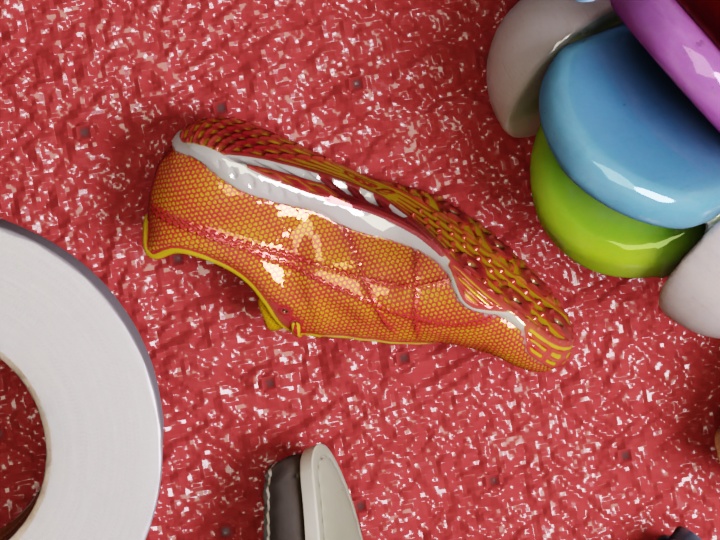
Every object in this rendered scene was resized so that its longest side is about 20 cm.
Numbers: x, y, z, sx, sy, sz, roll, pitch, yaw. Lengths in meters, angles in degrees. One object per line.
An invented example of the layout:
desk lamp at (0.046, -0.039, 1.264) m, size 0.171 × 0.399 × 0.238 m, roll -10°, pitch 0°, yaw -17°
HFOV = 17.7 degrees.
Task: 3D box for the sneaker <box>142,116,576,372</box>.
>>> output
sneaker at (0.000, 0.000, 1.018) m, size 0.199 × 0.073 × 0.078 m, roll 24°, pitch 113°, yaw -2°

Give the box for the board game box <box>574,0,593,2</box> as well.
board game box at (0.145, -0.179, 0.949) m, size 0.199 × 0.200 × 0.026 m, roll -24°, pitch 113°, yaw -3°

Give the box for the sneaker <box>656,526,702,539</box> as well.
sneaker at (0.102, 0.156, 1.027) m, size 0.199 × 0.078 × 0.113 m, roll 28°, pitch 86°, yaw -19°

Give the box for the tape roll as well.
tape roll at (-0.184, 0.075, 0.999) m, size 0.199 × 0.066 × 0.202 m, roll 0°, pitch 94°, yaw -4°

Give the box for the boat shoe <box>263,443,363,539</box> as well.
boat shoe at (-0.026, 0.180, 1.015) m, size 0.060 × 0.072 × 0.203 m, roll -8°, pitch 86°, yaw 19°

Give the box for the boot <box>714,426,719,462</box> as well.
boot at (0.274, 0.030, 0.995) m, size 0.174 × 0.066 × 0.201 m, roll 16°, pitch 131°, yaw -17°

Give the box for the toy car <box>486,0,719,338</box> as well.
toy car at (0.152, -0.084, 0.955) m, size 0.200 × 0.150 × 0.175 m, roll -39°, pitch 73°, yaw 2°
